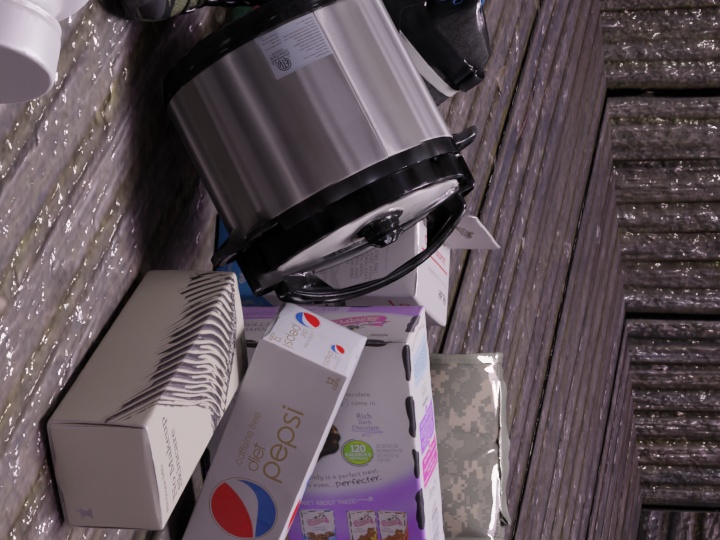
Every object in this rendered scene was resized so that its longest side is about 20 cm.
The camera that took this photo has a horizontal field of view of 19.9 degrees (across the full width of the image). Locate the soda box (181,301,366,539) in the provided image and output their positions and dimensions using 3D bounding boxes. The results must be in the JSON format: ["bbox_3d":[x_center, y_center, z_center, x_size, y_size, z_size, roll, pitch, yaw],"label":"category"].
[{"bbox_3d":[-0.064,0.127,1.446,0.064,0.068,0.201,-61,174,-62],"label":"soda box"}]

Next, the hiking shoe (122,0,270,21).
[{"bbox_3d":[-0.098,-0.213,1.393,0.200,0.100,0.076,-48,136,-69],"label":"hiking shoe"}]

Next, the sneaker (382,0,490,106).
[{"bbox_3d":[0.030,-0.220,1.537,0.201,0.111,0.073,58,16,-18],"label":"sneaker"}]

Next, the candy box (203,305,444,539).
[{"bbox_3d":[-0.030,0.129,1.532,0.072,0.167,0.201,-59,146,-64],"label":"candy box"}]

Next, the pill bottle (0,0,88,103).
[{"bbox_3d":[-0.183,-0.193,1.044,0.111,0.110,0.201,54,39,-66],"label":"pill bottle"}]

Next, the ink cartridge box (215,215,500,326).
[{"bbox_3d":[0.000,0.000,1.580,0.116,0.199,0.068,40,52,-71],"label":"ink cartridge box"}]

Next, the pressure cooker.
[{"bbox_3d":[-0.027,-0.079,1.424,0.178,0.175,0.201,-18,78,-60],"label":"pressure cooker"}]

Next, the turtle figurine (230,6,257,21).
[{"bbox_3d":[-0.037,-0.158,1.596,0.200,0.100,0.150,53,18,-16],"label":"turtle figurine"}]

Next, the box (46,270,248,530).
[{"bbox_3d":[-0.133,0.079,1.326,0.200,0.068,0.083,-67,154,-58],"label":"box"}]

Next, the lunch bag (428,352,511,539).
[{"bbox_3d":[0.030,0.149,1.701,0.118,0.199,0.165,19,71,-74],"label":"lunch bag"}]
